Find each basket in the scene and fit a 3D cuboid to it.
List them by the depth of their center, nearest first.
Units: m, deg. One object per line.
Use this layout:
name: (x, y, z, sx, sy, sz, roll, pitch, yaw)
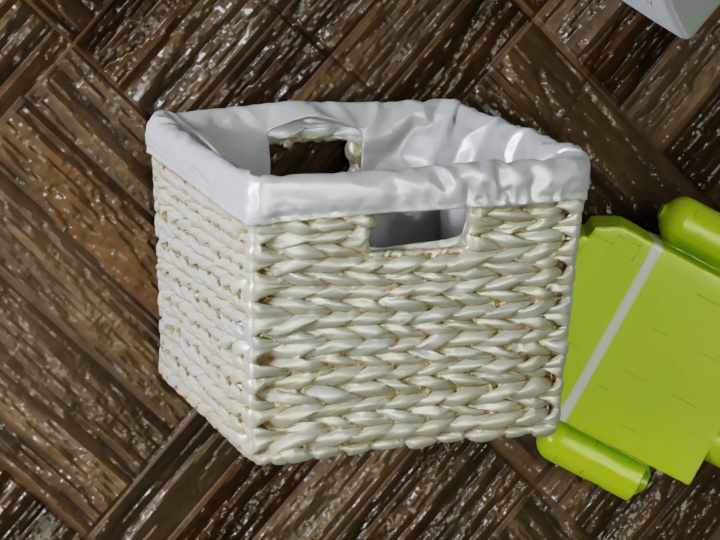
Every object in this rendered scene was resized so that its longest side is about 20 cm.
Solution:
basket: (0.000, 0.000, 1.542, 0.197, 0.200, 0.162, -4, 103, -20)

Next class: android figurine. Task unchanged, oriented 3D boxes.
android figurine: (0.169, 0.045, 1.676, 0.199, 0.041, 0.183, 25, 103, -6)

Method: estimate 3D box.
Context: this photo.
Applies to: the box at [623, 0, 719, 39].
box: (0.156, -0.271, 1.536, 0.200, 0.199, 0.131, -48, 151, -8)
